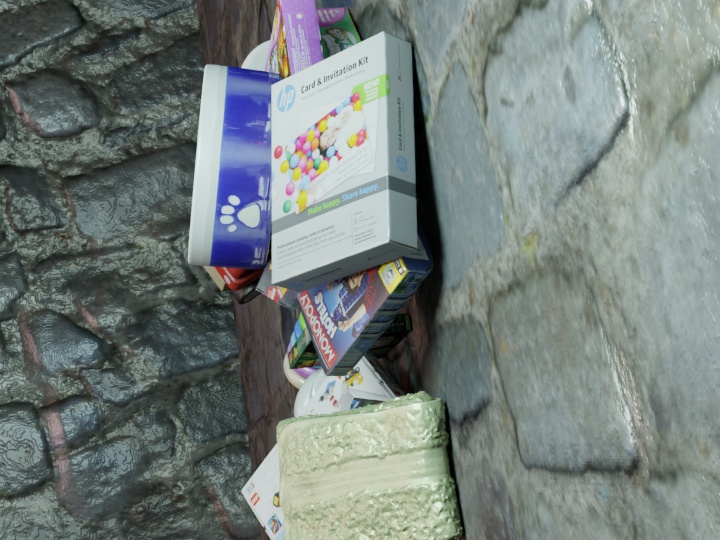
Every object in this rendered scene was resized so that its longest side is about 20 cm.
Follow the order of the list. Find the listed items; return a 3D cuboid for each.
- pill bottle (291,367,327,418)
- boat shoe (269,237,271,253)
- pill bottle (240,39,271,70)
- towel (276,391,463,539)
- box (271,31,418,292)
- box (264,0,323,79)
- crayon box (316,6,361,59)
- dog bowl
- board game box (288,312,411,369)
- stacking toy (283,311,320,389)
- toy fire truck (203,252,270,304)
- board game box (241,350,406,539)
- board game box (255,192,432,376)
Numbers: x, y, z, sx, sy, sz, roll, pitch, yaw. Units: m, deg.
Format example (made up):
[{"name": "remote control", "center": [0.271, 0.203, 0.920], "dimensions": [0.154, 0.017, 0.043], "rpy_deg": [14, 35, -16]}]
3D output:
[{"name": "pill bottle", "center": [-0.021, 0.166, 1.734], "dimensions": [0.200, 0.110, 0.111], "rpy_deg": [108, 154, -67]}, {"name": "boat shoe", "center": [-0.041, -0.090, 1.575], "dimensions": [0.071, 0.062, 0.201], "rpy_deg": [-95, 19, -47]}, {"name": "pill bottle", "center": [-0.103, -0.211, 1.960], "dimensions": [0.200, 0.113, 0.115], "rpy_deg": [148, 115, -79]}, {"name": "towel", "center": [0.002, 0.199, 1.485], "dimensions": [0.036, 0.199, 0.149], "rpy_deg": [3, -104, -55]}, {"name": "box", "center": [-0.017, -0.096, 1.431], "dimensions": [0.155, 0.041, 0.201], "rpy_deg": [-18, 64, 43]}, {"name": "box", "center": [-0.071, -0.182, 1.664], "dimensions": [0.200, 0.039, 0.138], "rpy_deg": [110, 154, -64]}, {"name": "crayon box", "center": [-0.023, -0.160, 1.683], "dimensions": [0.200, 0.058, 0.173], "rpy_deg": [-110, 17, -54]}, {"name": "dog bowl", "center": [-0.126, -0.102, 1.583], "dimensions": [0.200, 0.078, 0.201], "rpy_deg": [-175, 90, -84]}, {"name": "board game box", "center": [-0.015, 0.075, 1.657], "dimensions": [0.200, 0.104, 0.024], "rpy_deg": [128, 133, -75]}, {"name": "stacking toy", "center": [-0.045, 0.056, 1.915], "dimensions": [0.086, 0.085, 0.201], "rpy_deg": [-106, 18, -44]}, {"name": "toy fire truck", "center": [-0.082, -0.055, 1.820], "dimensions": [0.129, 0.176, 0.200], "rpy_deg": [53, 156, 11]}, {"name": "board game box", "center": [-0.028, 0.189, 1.578], "dimensions": [0.200, 0.035, 0.126], "rpy_deg": [-53, 44, 13]}, {"name": "board game box", "center": [-0.017, -0.006, 1.500], "dimensions": [0.200, 0.061, 0.201], "rpy_deg": [-53, 45, 36]}]
